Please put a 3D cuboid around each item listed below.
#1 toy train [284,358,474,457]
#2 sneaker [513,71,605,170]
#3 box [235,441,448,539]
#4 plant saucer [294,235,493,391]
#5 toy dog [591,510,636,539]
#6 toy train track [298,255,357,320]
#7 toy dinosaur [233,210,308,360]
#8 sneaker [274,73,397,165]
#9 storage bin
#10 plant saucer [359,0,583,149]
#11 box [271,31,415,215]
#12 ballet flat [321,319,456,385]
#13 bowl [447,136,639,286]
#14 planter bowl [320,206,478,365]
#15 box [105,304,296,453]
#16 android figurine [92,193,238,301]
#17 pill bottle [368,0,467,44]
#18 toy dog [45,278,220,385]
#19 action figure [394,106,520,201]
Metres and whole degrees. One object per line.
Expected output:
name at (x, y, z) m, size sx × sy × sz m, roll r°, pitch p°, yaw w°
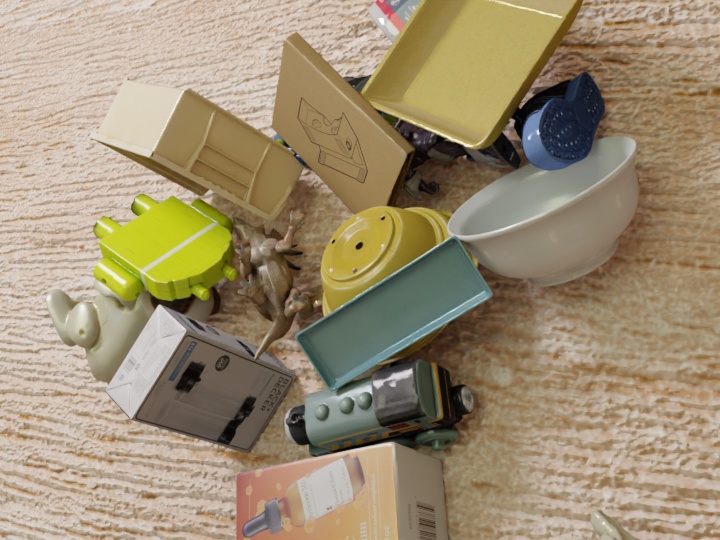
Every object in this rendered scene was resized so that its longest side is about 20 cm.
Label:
toy train at (0.016, 0.149, 0.938) m, size 0.199 × 0.114 × 0.086 m, roll -18°, pitch 61°, yaw 28°
sneaker at (0.192, -0.142, 0.916) m, size 0.078 × 0.200 × 0.070 m, roll -27°, pitch 100°, yaw 36°
box at (-0.020, 0.275, 0.916) m, size 0.199 × 0.106 × 0.153 m, roll -18°, pitch 62°, yaw 28°
plant saucer at (0.031, 0.043, 0.885) m, size 0.199 × 0.019 × 0.070 m, roll -32°, pitch 93°, yaw 20°
toy dog at (0.195, 0.330, 0.736) m, size 0.194 × 0.140 × 0.200 m, roll 40°, pitch 95°, yaw 2°
toy train track at (0.000, 0.000, 1.063) m, size 0.199 × 0.032 × 0.115 m, roll -30°, pitch 57°, yaw 20°
toy dinosaur at (-0.105, 0.015, 1.078) m, size 0.085 × 0.136 × 0.202 m, roll -6°, pitch 71°, yaw -7°
sneaker at (-0.023, -0.197, 1.149) m, size 0.199 × 0.071 × 0.083 m, roll -25°, pitch 36°, yaw 28°
storage bin at (-0.207, -0.153, 1.141) m, size 0.199 × 0.198 × 0.094 m, roll 20°, pitch 84°, yaw 51°
plant saucer at (0.121, -0.226, 0.941) m, size 0.200 × 0.048 × 0.201 m, roll 33°, pitch 89°, yaw 45°
box at (-0.027, -0.155, 1.039) m, size 0.021 × 0.164 × 0.200 m, roll -35°, pitch 73°, yaw -26°
ballet flat at (0.033, 0.075, 0.981) m, size 0.200 × 0.071 × 0.071 m, roll -39°, pitch 54°, yaw 12°
bowl at (0.194, -0.047, 0.887) m, size 0.200 × 0.091 × 0.201 m, roll -27°, pitch 14°, yaw 7°
planter bowl at (0.019, -0.006, 0.953) m, size 0.200 × 0.083 × 0.201 m, roll -27°, pitch 40°, yaw 25°
box at (-0.176, 0.129, 1.025) m, size 0.060 × 0.200 × 0.117 m, roll 33°, pitch 89°, yaw 39°
android figurine at (-0.240, -0.027, 1.123) m, size 0.199 × 0.041 × 0.182 m, roll 30°, pitch 51°, yaw 28°
pill bottle at (0.118, -0.335, 1.065) m, size 0.200 × 0.119 × 0.120 m, roll -42°, pitch 53°, yaw 13°
toy dog at (-0.286, 0.054, 1.175) m, size 0.199 × 0.139 × 0.195 m, roll -29°, pitch 65°, yaw 21°
action figure at (0.092, -0.146, 1.030) m, size 0.199 × 0.069 × 0.131 m, roll -4°, pitch 67°, yaw 51°
